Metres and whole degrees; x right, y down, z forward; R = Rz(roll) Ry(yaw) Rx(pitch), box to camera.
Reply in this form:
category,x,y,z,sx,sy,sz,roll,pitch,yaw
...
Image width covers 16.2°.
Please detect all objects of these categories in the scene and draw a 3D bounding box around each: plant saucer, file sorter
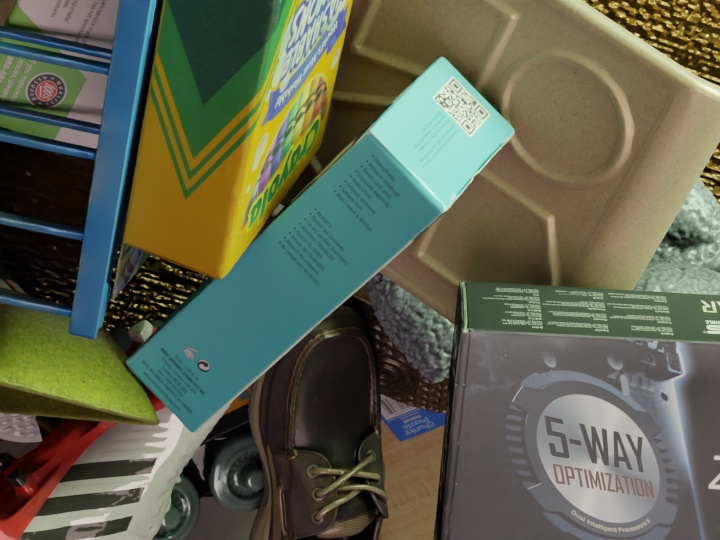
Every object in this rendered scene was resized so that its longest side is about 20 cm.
category,x,y,z,sx,sy,sz,roll,pitch,yaw
plant saucer,-0.224,0.027,1.206,0.200,0.048,0.200,18,169,-38
file sorter,-0.148,-0.098,1.085,0.123,0.139,0.200,12,132,-4

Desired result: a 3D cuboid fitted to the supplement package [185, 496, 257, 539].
category,x,y,z,sx,sy,sz,roll,pitch,yaw
supplement package,-0.062,0.268,1.514,0.147,0.191,0.200,-1,138,11

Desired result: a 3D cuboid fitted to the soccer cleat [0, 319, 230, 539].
category,x,y,z,sx,sy,sz,roll,pitch,yaw
soccer cleat,-0.115,0.094,1.284,0.200,0.069,0.085,-40,123,-5

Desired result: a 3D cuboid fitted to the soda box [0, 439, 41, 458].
category,x,y,z,sx,sy,sz,roll,pitch,yaw
soda box,-0.197,0.127,1.475,0.200,0.063,0.068,-29,128,25

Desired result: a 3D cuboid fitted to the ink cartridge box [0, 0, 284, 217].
category,x,y,z,sx,sy,sz,roll,pitch,yaw
ink cartridge box,-0.072,-0.118,1.220,0.200,0.084,0.146,18,131,-19

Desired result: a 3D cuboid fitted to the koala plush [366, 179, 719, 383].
category,x,y,z,sx,sy,sz,roll,pitch,yaw
koala plush,0.145,0.022,1.259,0.177,0.200,0.184,-53,148,15

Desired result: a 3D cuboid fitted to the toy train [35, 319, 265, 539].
category,x,y,z,sx,sy,sz,roll,pitch,yaw
toy train,-0.083,0.071,1.369,0.200,0.085,0.114,-24,118,-20

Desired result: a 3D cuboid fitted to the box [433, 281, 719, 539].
category,x,y,z,sx,sy,sz,roll,pitch,yaw
box,0.138,0.087,1.175,0.200,0.044,0.160,4,121,-2

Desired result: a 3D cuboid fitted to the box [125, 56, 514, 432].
category,x,y,z,sx,sy,sz,roll,pitch,yaw
box,-0.021,-0.009,1.154,0.049,0.082,0.200,46,129,-3

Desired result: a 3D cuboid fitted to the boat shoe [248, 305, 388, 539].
category,x,y,z,sx,sy,sz,roll,pitch,yaw
boat shoe,-0.012,0.109,1.320,0.074,0.073,0.200,-16,129,-23

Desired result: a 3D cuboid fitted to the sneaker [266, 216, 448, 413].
category,x,y,z,sx,sy,sz,roll,pitch,yaw
sneaker,0.000,0.000,1.338,0.200,0.076,0.070,35,140,-27

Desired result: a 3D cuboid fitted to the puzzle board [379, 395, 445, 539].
category,x,y,z,sx,sy,sz,roll,pitch,yaw
puzzle board,0.024,0.118,1.509,0.200,0.017,0.151,-23,130,19

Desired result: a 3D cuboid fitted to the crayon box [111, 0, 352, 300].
category,x,y,z,sx,sy,sz,roll,pitch,yaw
crayon box,-0.048,-0.088,1.090,0.052,0.126,0.200,21,127,9

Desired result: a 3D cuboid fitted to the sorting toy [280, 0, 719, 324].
category,x,y,z,sx,sy,sz,roll,pitch,yaw
sorting toy,0.051,-0.064,1.158,0.200,0.036,0.185,32,129,7

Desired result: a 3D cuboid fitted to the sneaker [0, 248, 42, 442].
category,x,y,z,sx,sy,sz,roll,pitch,yaw
sneaker,-0.215,0.015,1.356,0.078,0.079,0.200,-28,137,13
